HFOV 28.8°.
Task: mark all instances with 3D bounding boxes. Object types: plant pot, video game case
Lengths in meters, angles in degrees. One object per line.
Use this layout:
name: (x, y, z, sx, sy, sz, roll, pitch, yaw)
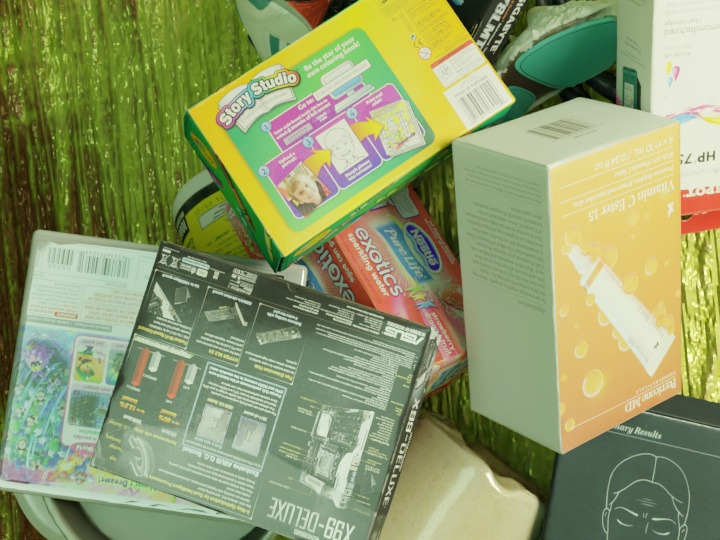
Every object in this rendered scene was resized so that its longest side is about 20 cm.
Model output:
plant pot: (0.047, 0.217, 1.081, 0.200, 0.200, 0.185, 36, 92, 15)
video game case: (-0.146, 0.075, 0.986, 0.197, 0.024, 0.185, 7, 85, 1)

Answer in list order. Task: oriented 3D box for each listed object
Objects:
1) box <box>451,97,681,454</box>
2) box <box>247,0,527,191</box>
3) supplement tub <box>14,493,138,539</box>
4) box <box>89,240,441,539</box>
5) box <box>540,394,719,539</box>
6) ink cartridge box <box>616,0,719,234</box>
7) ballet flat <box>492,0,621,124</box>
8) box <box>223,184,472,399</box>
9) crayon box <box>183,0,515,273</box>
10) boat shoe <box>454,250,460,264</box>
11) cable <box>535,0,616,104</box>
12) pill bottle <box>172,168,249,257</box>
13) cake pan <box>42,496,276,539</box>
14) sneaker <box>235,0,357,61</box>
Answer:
box: (0.144, 0.000, 0.957, 0.097, 0.123, 0.203, 23, 126, 50)
box: (0.017, -0.199, 1.082, 0.200, 0.049, 0.200, 50, 125, 27)
supplement tub: (-0.179, 0.142, 1.143, 0.138, 0.200, 0.143, 1, 93, 20)
box: (-0.062, 0.086, 0.934, 0.197, 0.050, 0.160, 16, 86, 11)
box: (0.217, 0.196, 1.045, 0.146, 0.107, 0.203, 12, 97, 20)
ink cartridge box: (0.243, -0.108, 0.986, 0.114, 0.067, 0.203, -9, 114, -10)
ballet flat: (0.125, -0.160, 1.058, 0.199, 0.071, 0.072, -34, 80, 41)
box: (0.000, 0.000, 1.035, 0.201, 0.102, 0.095, 58, 136, 14)
crayon box: (-0.008, -0.105, 0.961, 0.199, 0.058, 0.119, -34, 84, -11)
boat shoe: (0.033, 0.049, 1.127, 0.064, 0.071, 0.201, 41, 107, 13)
cable: (0.213, -0.195, 1.065, 0.161, 0.051, 0.203, -17, 89, 26)
pill bottle: (-0.072, 0.018, 1.119, 0.112, 0.112, 0.202, -30, 66, 19)
cake pan: (-0.134, 0.124, 1.011, 0.197, 0.037, 0.204, 0, 84, 1)
sneaker: (-0.029, -0.165, 1.066, 0.070, 0.094, 0.200, -32, 72, -25)
